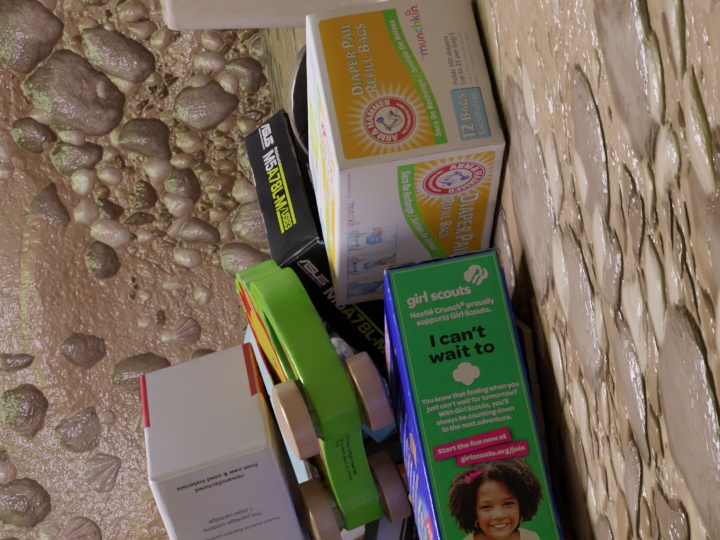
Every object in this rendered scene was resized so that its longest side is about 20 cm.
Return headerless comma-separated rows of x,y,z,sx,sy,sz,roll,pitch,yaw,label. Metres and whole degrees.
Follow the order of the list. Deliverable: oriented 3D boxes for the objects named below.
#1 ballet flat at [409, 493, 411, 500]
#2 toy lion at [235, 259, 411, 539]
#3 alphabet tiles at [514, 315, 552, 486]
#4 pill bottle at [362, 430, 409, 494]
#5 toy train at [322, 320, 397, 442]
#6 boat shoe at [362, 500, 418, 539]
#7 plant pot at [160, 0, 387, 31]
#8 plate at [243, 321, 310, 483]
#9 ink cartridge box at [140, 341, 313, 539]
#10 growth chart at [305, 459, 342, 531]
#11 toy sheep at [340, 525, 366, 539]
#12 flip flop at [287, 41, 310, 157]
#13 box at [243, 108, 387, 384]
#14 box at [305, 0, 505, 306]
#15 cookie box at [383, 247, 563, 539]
0.078,0.171,1.407,0.200,0.068,0.063,-127,56,-79,ballet flat
-0.037,0.067,1.265,0.200,0.069,0.192,80,166,-57,toy lion
0.099,0.102,1.267,0.200,0.008,0.168,-126,26,-80,alphabet tiles
0.027,0.167,1.631,0.200,0.106,0.107,-117,18,-73,pill bottle
0.009,0.060,1.605,0.114,0.087,0.200,44,-167,-5,toy train
0.042,0.247,1.317,0.071,0.091,0.201,171,104,-84,boat shoe
-0.053,-0.242,1.339,0.200,0.183,0.201,171,90,-85,plant pot
-0.065,0.128,1.561,0.200,0.026,0.201,163,90,-86,plate
-0.077,0.174,1.321,0.144,0.084,0.200,-108,2,-63,ink cartridge box
-0.046,0.129,1.593,0.145,0.018,0.200,-115,9,-64,growth chart
0.024,0.254,1.486,0.200,0.138,0.138,64,-168,-61,toy sheep
0.002,-0.099,1.379,0.200,0.081,0.058,54,-173,-49,flip flop
0.000,0.000,1.450,0.200,0.047,0.193,47,-164,-30,box
0.025,-0.072,1.238,0.200,0.101,0.113,91,168,-65,box
0.066,0.114,1.184,0.171,0.075,0.200,87,172,-66,cookie box
